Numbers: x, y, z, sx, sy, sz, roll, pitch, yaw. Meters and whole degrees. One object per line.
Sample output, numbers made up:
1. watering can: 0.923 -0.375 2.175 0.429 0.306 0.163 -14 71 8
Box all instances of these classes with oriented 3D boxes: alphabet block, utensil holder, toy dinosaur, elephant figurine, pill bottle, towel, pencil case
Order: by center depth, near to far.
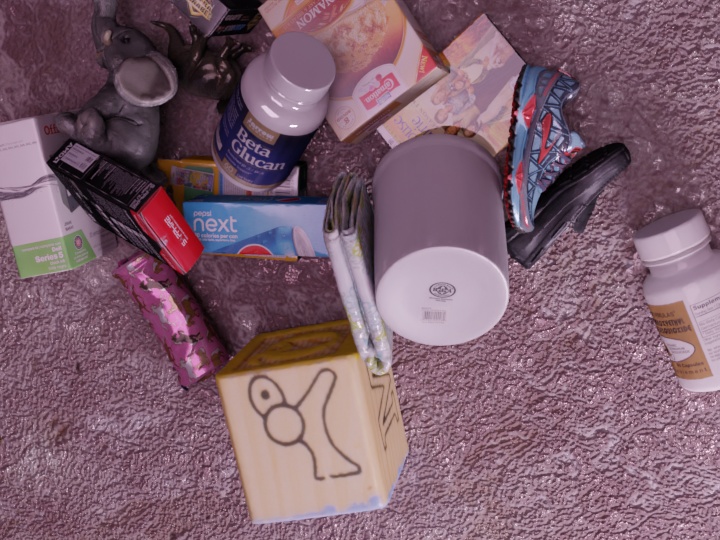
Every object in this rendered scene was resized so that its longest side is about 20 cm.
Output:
1. utensil holder: 0.095 -0.038 1.262 0.166 0.202 0.172 1 132 1
2. pill bottle: -0.103 -0.192 1.267 0.111 0.111 0.200 41 143 1
3. pill bottle: 0.411 0.035 1.287 0.113 0.114 0.203 -22 97 15
4. towel: 0.000 0.000 1.288 0.047 0.172 0.203 -11 118 11
5. elephant figurine: -0.297 -0.243 1.357 0.140 0.155 0.202 26 86 34
6. toy dinosaur: -0.203 -0.266 1.369 0.198 0.077 0.103 28 100 1
7. alphabet block: -0.057 0.190 1.378 0.192 0.196 0.204 -9 101 12
8. pencil case: -0.262 0.061 1.451 0.086 0.083 0.202 -29 96 10

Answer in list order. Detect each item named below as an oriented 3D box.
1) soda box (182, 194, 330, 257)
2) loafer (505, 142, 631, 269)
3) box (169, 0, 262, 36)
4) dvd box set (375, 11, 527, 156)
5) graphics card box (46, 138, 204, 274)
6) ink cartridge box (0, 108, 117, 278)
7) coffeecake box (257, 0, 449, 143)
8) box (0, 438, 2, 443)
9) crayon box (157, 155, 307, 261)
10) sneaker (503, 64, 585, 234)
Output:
1. soda box: -0.125 -0.059 1.352 0.196 0.064 0.069 2 103 12
2. loafer: 0.263 -0.081 1.319 0.200 0.068 0.070 -41 100 22
3. box: -0.222 -0.374 1.304 0.200 0.159 0.046 43 108 0
4. dvd box set: 0.128 -0.204 1.336 0.199 0.029 0.147 -40 92 17
5. graphics card box: -0.296 -0.082 1.322 0.198 0.126 0.051 25 68 36
6. ink cartridge box: -0.414 -0.108 1.411 0.082 0.146 0.204 -8 101 14
7. coffeecake box: -0.009 -0.286 1.308 0.153 0.073 0.202 -35 84 17
8. box: -0.662 0.289 1.618 0.197 0.021 0.166 25 106 5
9. crayon box: -0.172 -0.087 1.415 0.196 0.052 0.128 5 103 10
10. sneaker: 0.223 -0.143 1.265 0.094 0.079 0.204 6 96 7
